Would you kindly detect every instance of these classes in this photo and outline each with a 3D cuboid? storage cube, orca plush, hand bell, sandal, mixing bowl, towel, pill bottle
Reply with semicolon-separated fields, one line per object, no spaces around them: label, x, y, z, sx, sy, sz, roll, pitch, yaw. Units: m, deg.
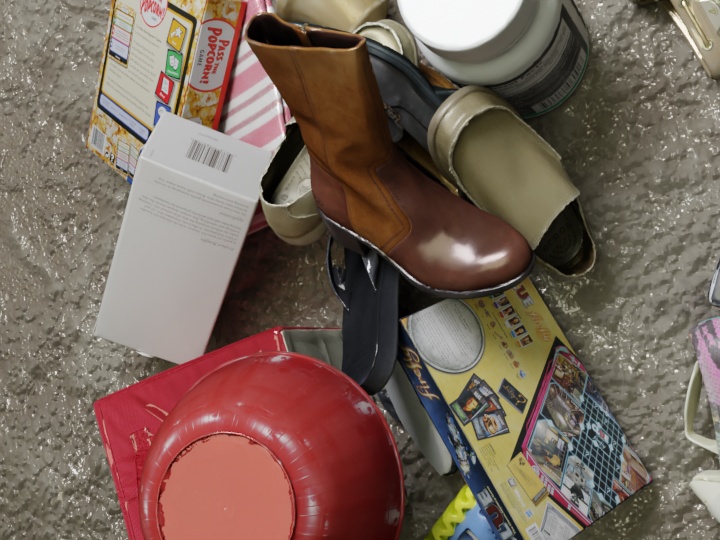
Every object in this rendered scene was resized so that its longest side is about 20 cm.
storage cube;-0.086;0.158;0.784;0.177;0.200;0.174;-22;79;16
orca plush;0.049;0.074;0.811;0.201;0.070;0.106;53;153;27
hand bell;0.028;-0.190;0.813;0.104;0.104;0.200;-45;84;16
sandal;0.093;0.238;0.768;0.087;0.079;0.202;37;111;16
mixing bowl;-0.074;0.154;0.631;0.196;0.108;0.205;-2;83;12
towel;-0.106;-0.138;0.861;0.145;0.030;0.204;-15;85;52
sandal;0.000;0.000;0.741;0.076;0.042;0.203;-49;32;42
pill bottle;0.104;-0.189;0.703;0.111;0.199;0.116;-1;87;22

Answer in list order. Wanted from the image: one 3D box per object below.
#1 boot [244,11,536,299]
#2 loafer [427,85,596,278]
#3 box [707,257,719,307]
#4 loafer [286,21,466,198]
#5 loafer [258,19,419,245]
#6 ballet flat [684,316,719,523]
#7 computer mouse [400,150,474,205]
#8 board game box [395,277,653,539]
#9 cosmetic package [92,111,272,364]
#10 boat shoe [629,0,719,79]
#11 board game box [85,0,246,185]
boot;0.025;-0.081;0.630;0.187;0.202;0.069;29;64;35
loafer;0.125;-0.062;0.695;0.076;0.199;0.067;-50;40;3
box;0.361;-0.049;0.627;0.197;0.117;0.201;16;95;25
loafer;0.020;-0.120;0.695;0.197;0.073;0.073;23;92;-18
loafer;-0.018;-0.114;0.751;0.075;0.068;0.203;28;91;20
ballet flat;0.278;0.134;0.689;0.070;0.068;0.205;-7;92;42
computer mouse;0.050;-0.103;0.803;0.197;0.046;0.143;-1;105;33
board game box;0.124;0.108;0.726;0.202;0.134;0.035;61;148;14
cosmetic package;-0.160;-0.021;0.824;0.106;0.086;0.202;20;126;-9
boat shoe;0.231;-0.238;0.720;0.065;0.072;0.201;-41;79;16
board game box;-0.190;-0.180;0.876;0.151;0.046;0.203;36;119;36
